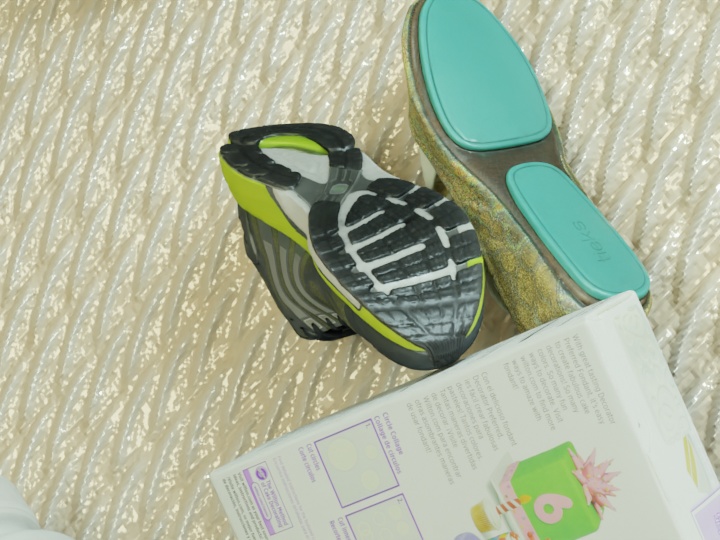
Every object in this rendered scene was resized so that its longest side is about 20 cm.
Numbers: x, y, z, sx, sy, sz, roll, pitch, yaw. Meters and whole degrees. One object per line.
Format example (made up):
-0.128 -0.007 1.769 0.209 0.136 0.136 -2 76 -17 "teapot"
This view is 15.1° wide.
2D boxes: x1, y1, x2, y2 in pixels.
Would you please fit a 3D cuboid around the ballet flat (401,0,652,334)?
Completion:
0.063 -0.037 1.207 0.071 0.071 0.200 -42 57 20 "ballet flat"

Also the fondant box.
0.052 0.113 1.146 0.200 0.058 0.144 -24 90 30 "fondant box"

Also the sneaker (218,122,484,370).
0.000 0.000 1.217 0.200 0.074 0.081 -133 31 -56 "sneaker"

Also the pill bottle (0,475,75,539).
-0.153 0.194 1.272 0.111 0.111 0.200 -48 56 17 "pill bottle"
